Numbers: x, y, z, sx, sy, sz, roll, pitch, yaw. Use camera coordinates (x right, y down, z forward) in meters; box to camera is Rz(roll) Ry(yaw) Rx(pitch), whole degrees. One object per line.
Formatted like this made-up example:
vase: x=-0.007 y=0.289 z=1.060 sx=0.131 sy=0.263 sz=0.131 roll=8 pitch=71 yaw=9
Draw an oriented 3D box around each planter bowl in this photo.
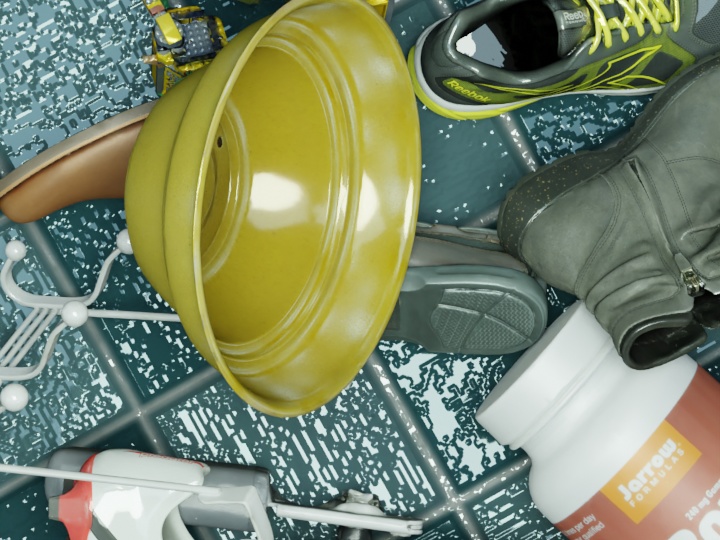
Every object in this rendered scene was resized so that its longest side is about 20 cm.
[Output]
planter bowl: x=-0.054 y=-0.036 z=0.985 sx=0.083 sy=0.200 sz=0.201 roll=10 pitch=86 yaw=29

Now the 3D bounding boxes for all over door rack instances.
over door rack: x=-0.114 y=0.048 z=1.019 sx=0.199 sy=0.148 sz=0.067 roll=13 pitch=128 yaw=13

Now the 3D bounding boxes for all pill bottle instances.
pill bottle: x=0.160 y=0.111 z=1.063 sx=0.200 sy=0.112 sz=0.112 roll=42 pitch=86 yaw=0

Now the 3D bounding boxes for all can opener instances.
can opener: x=-0.065 y=0.135 z=1.083 sx=0.199 sy=0.053 sz=0.067 roll=6 pitch=87 yaw=-1

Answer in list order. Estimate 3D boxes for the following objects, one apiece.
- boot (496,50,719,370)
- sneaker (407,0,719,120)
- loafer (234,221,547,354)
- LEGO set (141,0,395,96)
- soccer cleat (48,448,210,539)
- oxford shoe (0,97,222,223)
boot: x=0.180 y=-0.029 z=1.053 sx=0.200 sy=0.068 sz=0.131 roll=-33 pitch=49 yaw=-17
sneaker: x=0.125 y=-0.124 z=1.089 sx=0.199 sy=0.085 sz=0.075 roll=-18 pitch=88 yaw=-3
loafer: x=0.000 y=0.000 z=1.096 sx=0.199 sy=0.072 sz=0.063 roll=9 pitch=42 yaw=1
LEGO set: x=-0.056 y=-0.189 z=1.038 sx=0.153 sy=0.116 sz=0.201 roll=-3 pitch=66 yaw=-8
soccer cleat: x=-0.102 y=0.184 z=1.048 sx=0.085 sy=0.069 sz=0.201 roll=-4 pitch=106 yaw=8
oxford shoe: x=-0.096 y=-0.056 z=1.085 sx=0.199 sy=0.071 sz=0.071 roll=-18 pitch=91 yaw=-5
